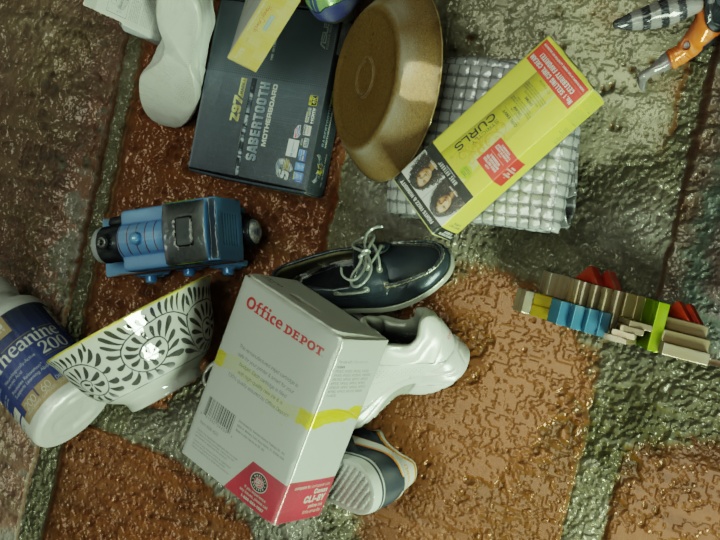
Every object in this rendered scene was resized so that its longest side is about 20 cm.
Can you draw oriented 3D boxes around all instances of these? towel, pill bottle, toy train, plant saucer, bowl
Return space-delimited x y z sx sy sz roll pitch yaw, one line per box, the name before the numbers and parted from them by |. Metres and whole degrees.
towel | 0.130 -0.126 1.110 0.197 0.085 0.169 7 89 25
pill bottle | -0.397 0.102 1.304 0.200 0.111 0.111 44 104 18
toy train | -0.211 -0.036 1.230 0.196 0.114 0.089 -5 85 22
plant saucer | 0.018 -0.194 1.120 0.199 0.035 0.204 -21 67 59
bowl | -0.232 0.092 1.202 0.199 0.201 0.095 -27 93 19

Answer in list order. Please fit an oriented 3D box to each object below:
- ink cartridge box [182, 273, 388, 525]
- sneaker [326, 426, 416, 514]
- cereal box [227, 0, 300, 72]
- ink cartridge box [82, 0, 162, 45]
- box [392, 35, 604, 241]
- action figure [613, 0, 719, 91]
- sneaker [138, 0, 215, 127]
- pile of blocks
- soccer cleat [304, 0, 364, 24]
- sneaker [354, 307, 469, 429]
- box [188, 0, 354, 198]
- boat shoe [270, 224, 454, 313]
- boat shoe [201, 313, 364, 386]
ink cartridge box | -0.076 0.125 1.097 0.144 0.083 0.203 30 104 35
sneaker | -0.024 0.203 1.166 0.198 0.079 0.080 17 111 46
cereal box | -0.078 -0.324 1.137 0.144 0.039 0.202 -47 26 47
ink cartridge box | -0.240 -0.345 1.211 0.049 0.199 0.164 17 94 24
box | 0.129 -0.122 1.036 0.199 0.050 0.076 -41 70 15
action figure | 0.342 -0.220 1.015 0.191 0.104 0.204 -8 82 32
sneaker | -0.196 -0.253 1.244 0.074 0.089 0.201 25 136 0
pile of blocks | 0.242 0.033 1.053 0.197 0.082 0.063 15 93 23
soccer cleat | -0.003 -0.356 1.155 0.064 0.084 0.203 16 72 27
sneaker | 0.008 0.093 1.134 0.198 0.078 0.100 -27 118 12
box | -0.099 -0.194 1.225 0.155 0.051 0.204 13 91 24
boat shoe | 0.000 0.000 1.157 0.197 0.062 0.076 -9 50 23
boat shoe | -0.083 0.093 1.196 0.197 0.066 0.073 -15 82 22
